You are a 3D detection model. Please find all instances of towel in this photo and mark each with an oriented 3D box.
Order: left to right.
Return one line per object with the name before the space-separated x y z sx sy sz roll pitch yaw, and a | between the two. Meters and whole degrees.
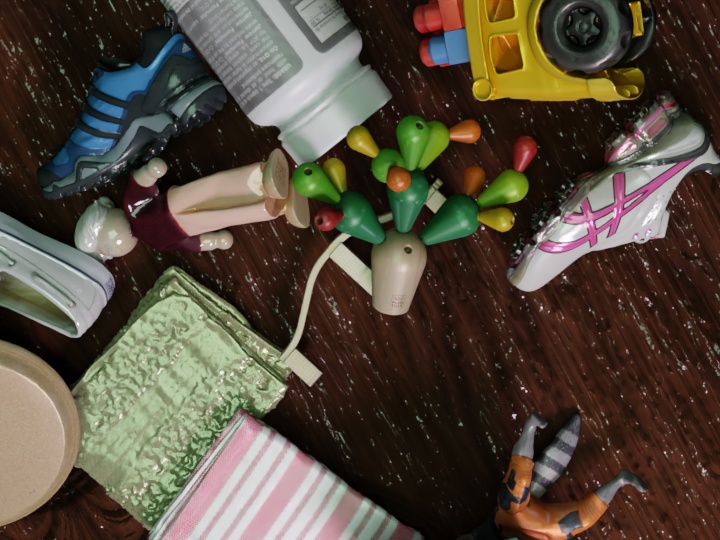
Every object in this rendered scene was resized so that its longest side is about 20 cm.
towel | -0.164 0.111 1.574 0.148 0.037 0.200 40 100 -4
towel | -0.063 0.228 1.566 0.199 0.030 0.147 35 98 -8

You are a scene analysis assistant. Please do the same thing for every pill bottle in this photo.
pill bottle | -0.070 -0.189 1.472 0.113 0.114 0.201 -36 95 10

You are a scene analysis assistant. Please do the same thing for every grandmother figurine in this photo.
grandmother figurine | -0.148 -0.048 1.515 0.198 0.061 0.122 -14 130 21

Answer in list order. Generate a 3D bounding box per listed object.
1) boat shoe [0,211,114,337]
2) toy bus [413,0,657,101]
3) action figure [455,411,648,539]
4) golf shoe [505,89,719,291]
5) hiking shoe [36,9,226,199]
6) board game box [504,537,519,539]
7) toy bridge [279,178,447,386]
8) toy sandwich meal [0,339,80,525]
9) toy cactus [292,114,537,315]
boat shoe | -0.310 0.005 1.530 0.200 0.087 0.075 25 145 2
toy bus | 0.127 -0.228 1.452 0.190 0.136 0.202 -4 98 22
action figure | 0.155 0.228 1.556 0.199 0.105 0.194 27 110 -26
golf shoe | 0.204 -0.047 1.495 0.092 0.073 0.200 45 101 -5
hiking shoe | -0.196 -0.128 1.503 0.199 0.074 0.087 -29 88 30
board game box | 0.094 0.295 1.507 0.151 0.045 0.200 -16 140 19
toy bridge | 0.000 0.000 1.535 0.067 0.027 0.200 41 95 -4
toy sandwich meal | -0.333 0.127 1.538 0.203 0.070 0.207 -5 118 -10
toy cactus | 0.042 -0.041 1.467 0.198 0.102 0.167 -6 120 -27
